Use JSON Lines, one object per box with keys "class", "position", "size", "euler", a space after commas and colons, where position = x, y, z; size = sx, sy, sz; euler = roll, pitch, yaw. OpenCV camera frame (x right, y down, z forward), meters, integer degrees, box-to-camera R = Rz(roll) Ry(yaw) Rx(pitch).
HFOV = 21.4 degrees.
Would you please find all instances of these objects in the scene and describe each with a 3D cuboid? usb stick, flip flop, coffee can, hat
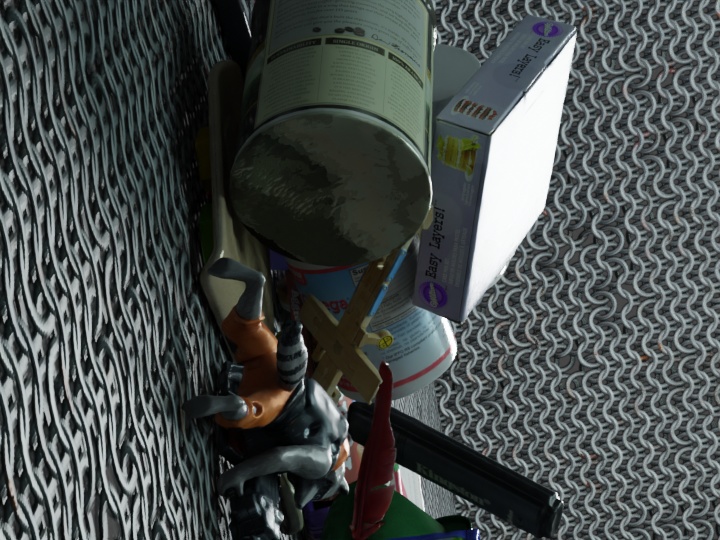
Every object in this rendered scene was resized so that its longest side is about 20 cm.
{"class": "usb stick", "position": [0.077, 0.164, 1.587], "size": [0.033, 0.200, 0.055], "euler": [-49, 155, -36]}
{"class": "flip flop", "position": [-0.049, 0.136, 1.515], "size": [0.200, 0.058, 0.081], "euler": [-86, 166, -68]}
{"class": "coffee can", "position": [-0.017, -0.123, 1.421], "size": [0.200, 0.146, 0.146], "euler": [-86, 167, -46]}
{"class": "hat", "position": [-0.018, 0.195, 1.560], "size": [0.176, 0.200, 0.166], "euler": [49, -9, -13]}

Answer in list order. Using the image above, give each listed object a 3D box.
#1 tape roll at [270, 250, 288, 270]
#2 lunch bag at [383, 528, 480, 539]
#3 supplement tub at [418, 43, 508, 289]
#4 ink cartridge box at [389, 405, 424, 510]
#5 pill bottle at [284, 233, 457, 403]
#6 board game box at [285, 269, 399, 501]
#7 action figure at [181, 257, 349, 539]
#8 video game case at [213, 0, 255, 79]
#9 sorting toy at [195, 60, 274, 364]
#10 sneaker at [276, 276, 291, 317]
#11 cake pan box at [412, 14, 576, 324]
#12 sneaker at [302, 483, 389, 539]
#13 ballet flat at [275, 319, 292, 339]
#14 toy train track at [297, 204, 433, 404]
{"class": "tape roll", "position": [-0.050, -0.100, 1.691], "size": [0.200, 0.066, 0.200], "euler": [-1, 90, -78]}
{"class": "lunch bag", "position": [0.017, 0.294, 1.372], "size": [0.127, 0.170, 0.200], "euler": [65, 18, -73]}
{"class": "supplement tub", "position": [0.056, -0.085, 1.684], "size": [0.145, 0.145, 0.200], "euler": [-90, 173, -59]}
{"class": "ink cartridge box", "position": [0.012, 0.224, 1.885], "size": [0.200, 0.083, 0.147], "euler": [62, 19, -73]}
{"class": "pill bottle", "position": [0.000, 0.000, 1.557], "size": [0.109, 0.109, 0.200], "euler": [-88, 159, -63]}
{"class": "board game box", "position": [-0.014, 0.089, 1.642], "size": [0.103, 0.019, 0.200], "euler": [-17, 103, -49]}
{"class": "action figure", "position": [-0.055, 0.113, 1.294], "size": [0.193, 0.105, 0.200], "euler": [59, 19, -51]}
{"class": "video game case", "position": [-0.105, -0.248, 1.729], "size": [0.200, 0.025, 0.181], "euler": [74, 9, -49]}
{"class": "sorting toy", "position": [-0.097, -0.030, 1.454], "size": [0.185, 0.036, 0.200], "euler": [73, 14, -55]}
{"class": "sneaker", "position": [-0.030, 0.039, 1.781], "size": [0.200, 0.076, 0.088], "euler": [-46, 127, -83]}
{"class": "cake pan box", "position": [0.110, -0.086, 1.526], "size": [0.200, 0.052, 0.184], "euler": [-51, 156, -46]}
{"class": "sneaker", "position": [-0.016, 0.178, 1.717], "size": [0.200, 0.081, 0.083], "euler": [-90, 164, -56]}
{"class": "ballet flat", "position": [-0.038, 0.096, 1.720], "size": [0.200, 0.067, 0.067], "euler": [47, 49, -71]}
{"class": "toy train track", "position": [0.011, 0.027, 1.472], "size": [0.115, 0.033, 0.200], "euler": [50, -57, 40]}
